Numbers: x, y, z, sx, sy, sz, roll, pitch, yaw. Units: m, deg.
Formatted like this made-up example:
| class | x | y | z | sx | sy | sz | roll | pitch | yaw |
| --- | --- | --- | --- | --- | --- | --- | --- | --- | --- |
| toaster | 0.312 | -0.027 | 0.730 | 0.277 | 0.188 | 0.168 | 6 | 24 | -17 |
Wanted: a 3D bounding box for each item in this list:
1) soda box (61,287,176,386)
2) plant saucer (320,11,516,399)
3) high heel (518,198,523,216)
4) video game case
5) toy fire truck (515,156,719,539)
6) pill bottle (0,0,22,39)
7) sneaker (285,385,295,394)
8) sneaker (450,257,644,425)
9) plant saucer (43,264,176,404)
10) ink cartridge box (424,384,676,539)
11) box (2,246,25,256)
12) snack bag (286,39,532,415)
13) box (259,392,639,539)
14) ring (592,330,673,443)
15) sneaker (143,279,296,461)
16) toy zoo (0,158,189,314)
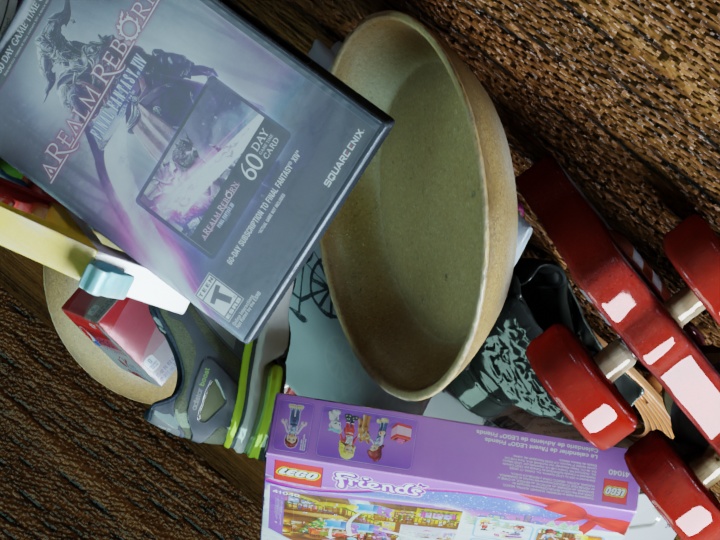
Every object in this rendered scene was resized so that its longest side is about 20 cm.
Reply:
| class | x | y | z | sx | sy | sz | roll | pitch | yaw |
| --- | --- | --- | --- | --- | --- | --- | --- | --- | --- |
| soda box | -0.094 | -0.024 | 1.510 | 0.063 | 0.200 | 0.070 | 46 | 166 | -24 |
| plant saucer | 0.033 | -0.035 | 1.239 | 0.200 | 0.035 | 0.201 | 175 | 90 | -66 |
| high heel | 0.034 | 0.025 | 1.380 | 0.096 | 0.067 | 0.201 | 38 | 126 | 44 |
| video game case | -0.099 | -0.077 | 1.234 | 0.200 | 0.143 | 0.019 | 36 | -160 | 7 |
| toy fire truck | 0.163 | 0.039 | 1.235 | 0.200 | 0.112 | 0.168 | 47 | -170 | -24 |
| pill bottle | -0.207 | -0.128 | 1.321 | 0.199 | 0.113 | 0.112 | 21 | 179 | -31 |
| sneaker | -0.019 | 0.056 | 1.609 | 0.082 | 0.200 | 0.078 | 41 | 135 | 23 |
| sneaker | 0.083 | 0.010 | 1.423 | 0.104 | 0.060 | 0.200 | -34 | 77 | 44 |
| plant saucer | -0.121 | -0.002 | 1.663 | 0.200 | 0.200 | 0.035 | 45 | 169 | -20 |
| ink cartridge box | 0.094 | 0.122 | 1.517 | 0.200 | 0.084 | 0.145 | 34 | -165 | 28 |
| box | -0.206 | -0.142 | 1.445 | 0.176 | 0.200 | 0.097 | 46 | 167 | -26 |
| snack bag | 0.000 | 0.000 | 1.360 | 0.021 | 0.201 | 0.189 | -8 | -138 | -44 |
| box | 0.046 | 0.126 | 1.307 | 0.199 | 0.039 | 0.137 | 9 | 153 | 0 |
| ring | 0.135 | 0.056 | 1.528 | 0.200 | 0.019 | 0.200 | 38 | 168 | 10 |
| sneaker | -0.077 | 0.004 | 1.337 | 0.081 | 0.201 | 0.074 | 6 | 171 | -7 |
| toy zoo | -0.167 | -0.029 | 1.307 | 0.131 | 0.021 | 0.200 | 23 | -170 | -25 |
